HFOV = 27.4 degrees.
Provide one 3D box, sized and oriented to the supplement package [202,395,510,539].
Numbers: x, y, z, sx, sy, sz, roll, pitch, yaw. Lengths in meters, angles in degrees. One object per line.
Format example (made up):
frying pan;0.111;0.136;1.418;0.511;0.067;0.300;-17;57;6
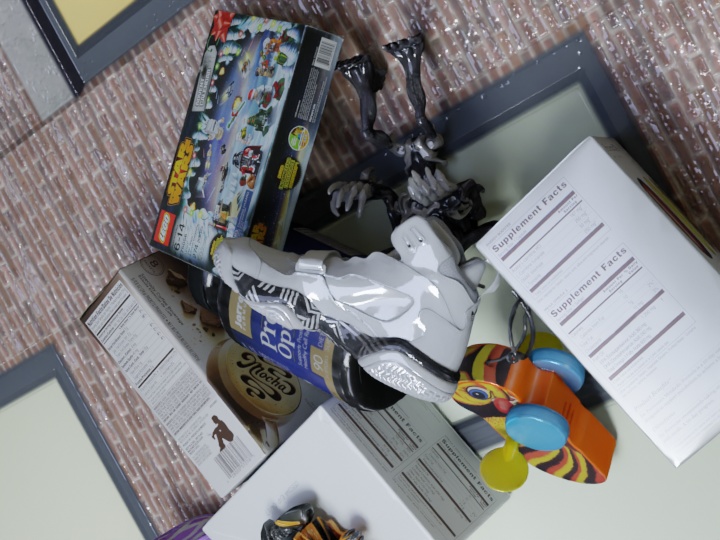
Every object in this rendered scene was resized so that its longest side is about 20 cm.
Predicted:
supplement package;-0.006;0.203;1.237;0.156;0.111;0.200;49;129;8

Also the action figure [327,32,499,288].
action figure;0.034;-0.069;1.109;0.119;0.102;0.201;-13;97;35

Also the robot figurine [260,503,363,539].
robot figurine;-0.042;0.284;1.187;0.145;0.058;0.200;35;125;17

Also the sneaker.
sneaker;0.000;0.000;1.044;0.200;0.075;0.115;29;97;11

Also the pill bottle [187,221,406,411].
pill bottle;-0.043;0.026;1.183;0.200;0.112;0.112;24;121;38

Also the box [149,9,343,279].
box;-0.092;-0.096;1.145;0.137;0.040;0.201;20;95;53

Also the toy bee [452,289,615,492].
toy bee;0.112;0.085;1.100;0.108;0.131;0.201;-1;121;34

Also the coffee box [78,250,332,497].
coffee box;-0.130;0.078;1.272;0.200;0.113;0.080;50;128;8

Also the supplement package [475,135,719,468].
supplement package;0.193;0.016;1.009;0.110;0.114;0.200;-44;82;15

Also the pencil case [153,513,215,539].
pencil case;-0.130;0.329;1.389;0.084;0.085;0.201;-10;102;64
